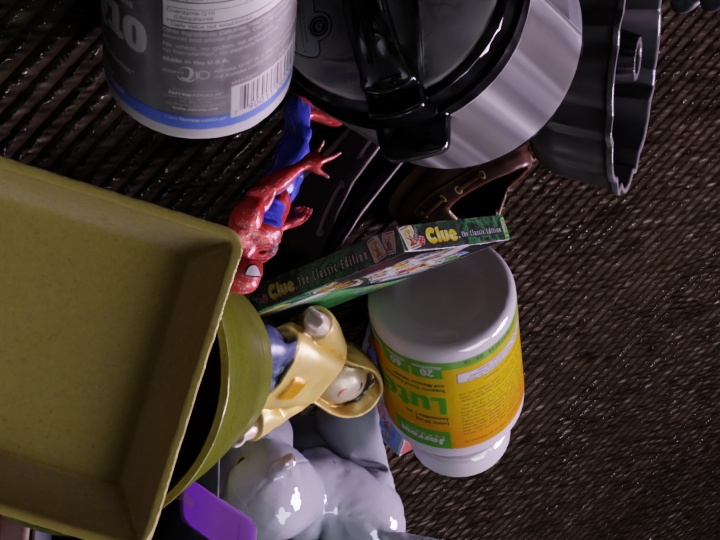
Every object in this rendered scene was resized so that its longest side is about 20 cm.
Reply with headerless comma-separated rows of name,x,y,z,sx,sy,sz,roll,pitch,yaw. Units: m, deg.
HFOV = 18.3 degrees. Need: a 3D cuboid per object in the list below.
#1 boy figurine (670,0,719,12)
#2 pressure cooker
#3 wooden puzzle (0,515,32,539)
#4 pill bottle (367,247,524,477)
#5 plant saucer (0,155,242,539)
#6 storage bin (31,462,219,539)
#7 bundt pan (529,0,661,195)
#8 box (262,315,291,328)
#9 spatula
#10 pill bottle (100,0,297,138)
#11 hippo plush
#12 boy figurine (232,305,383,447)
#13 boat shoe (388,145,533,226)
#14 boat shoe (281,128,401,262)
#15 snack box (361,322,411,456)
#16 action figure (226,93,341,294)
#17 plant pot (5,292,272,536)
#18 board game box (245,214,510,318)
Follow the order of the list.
boy figurine,0.177,-0.259,1.482,0.064,0.200,0.124,-46,-162,-13
pressure cooker,0.034,-0.165,1.374,0.179,0.176,0.200,-53,158,6
wooden puzzle,-0.253,0.216,1.546,0.046,0.186,0.200,6,141,-6
pill bottle,0.069,0.073,1.717,0.111,0.111,0.200,-37,148,-19
plant saucer,-0.190,0.041,1.303,0.048,0.199,0.201,-108,-144,-82
storage bin,-0.169,0.207,1.559,0.145,0.200,0.135,14,129,-13
bundt pan,0.167,-0.159,1.634,0.202,0.075,0.203,8,90,-75
box,-0.140,0.111,1.668,0.117,0.048,0.200,-8,137,-54
spatula,-0.159,0.146,1.496,0.057,0.199,0.021,-93,-155,-63
pill bottle,-0.089,-0.177,1.234,0.114,0.114,0.200,-33,152,-26
hippo plush,-0.059,0.188,1.773,0.160,0.200,0.159,10,130,-41
boy figurine,-0.053,0.080,1.629,0.125,0.064,0.200,-54,154,13
boat shoe,0.075,-0.060,1.671,0.070,0.070,0.200,-27,166,-21
boat shoe,0.017,-0.087,1.602,0.200,0.057,0.067,-47,155,2
snack box,0.036,0.066,1.844,0.024,0.072,0.200,-29,150,-35
action figure,-0.049,-0.056,1.449,0.066,0.052,0.200,112,3,-47
plant pot,-0.147,0.062,1.442,0.201,0.200,0.193,-50,167,9
board game box,0.000,0.000,1.573,0.105,0.024,0.200,-11,173,-44
